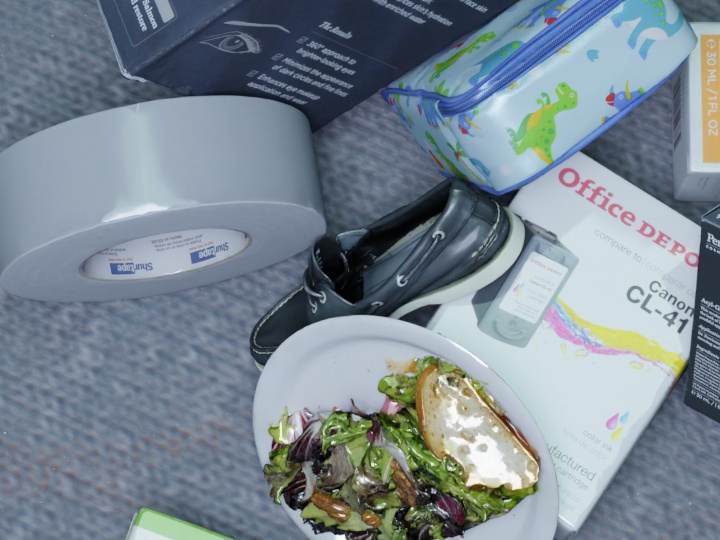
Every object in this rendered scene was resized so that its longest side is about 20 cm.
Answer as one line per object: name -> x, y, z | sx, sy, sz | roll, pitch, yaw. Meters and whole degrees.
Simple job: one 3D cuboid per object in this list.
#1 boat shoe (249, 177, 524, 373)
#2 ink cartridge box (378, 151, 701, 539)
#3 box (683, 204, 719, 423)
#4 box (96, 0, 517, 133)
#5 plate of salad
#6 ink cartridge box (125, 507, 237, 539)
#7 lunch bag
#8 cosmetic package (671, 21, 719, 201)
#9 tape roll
boat shoe -> 0.000, 0.002, 1.175 | 0.199, 0.066, 0.075 | -23, 41, 31
ink cartridge box -> 0.123, 0.043, 1.196 | 0.147, 0.086, 0.200 | 33, 82, 9
box -> 0.287, 0.049, 1.091 | 0.200, 0.141, 0.079 | 30, 50, 35
box -> -0.022, -0.187, 1.100 | 0.200, 0.197, 0.118 | -30, 71, 23
plate of salad -> 0.020, 0.119, 1.142 | 0.200, 0.200, 0.048 | 33, 39, 8
ink cartridge box -> -0.096, 0.260, 1.159 | 0.147, 0.076, 0.201 | 20, 80, 5
lunch bag -> 0.107, -0.124, 1.174 | 0.161, 0.200, 0.083 | -36, 103, -5
cosmetic package -> 0.300, -0.098, 1.229 | 0.199, 0.071, 0.102 | 0, 77, 1
tape roll -> -0.121, -0.039, 1.161 | 0.200, 0.200, 0.066 | -11, 78, -1
